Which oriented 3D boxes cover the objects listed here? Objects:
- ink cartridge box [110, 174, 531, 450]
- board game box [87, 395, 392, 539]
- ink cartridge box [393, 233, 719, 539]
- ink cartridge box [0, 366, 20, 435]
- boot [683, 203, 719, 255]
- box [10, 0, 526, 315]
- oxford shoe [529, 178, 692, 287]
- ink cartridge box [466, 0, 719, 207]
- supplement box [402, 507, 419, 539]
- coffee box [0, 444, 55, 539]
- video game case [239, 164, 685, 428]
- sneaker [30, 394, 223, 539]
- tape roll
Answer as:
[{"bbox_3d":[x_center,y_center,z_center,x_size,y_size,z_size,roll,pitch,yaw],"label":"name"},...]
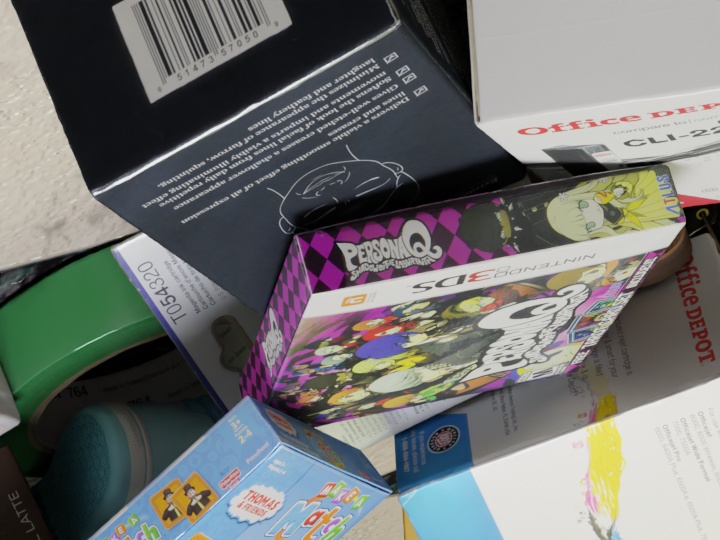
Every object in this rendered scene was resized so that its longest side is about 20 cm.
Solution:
[{"bbox_3d":[0.000,0.000,1.273,0.200,0.043,0.197,-25,128,7],"label":"ink cartridge box"},{"bbox_3d":[-0.091,0.153,1.234,0.200,0.037,0.151,-41,155,7],"label":"board game box"},{"bbox_3d":[0.135,0.102,1.356,0.199,0.147,0.145,-21,118,11],"label":"ink cartridge box"},{"bbox_3d":[-0.290,0.089,1.254,0.200,0.068,0.115,-31,158,14],"label":"ink cartridge box"},{"bbox_3d":[0.183,-0.007,1.521,0.150,0.073,0.200,-4,155,-41],"label":"boot"},{"bbox_3d":[-0.034,-0.080,1.085,0.148,0.107,0.200,-28,157,9],"label":"box"},{"bbox_3d":[0.077,-0.014,1.349,0.199,0.071,0.071,-19,125,5],"label":"oxford shoe"},{"bbox_3d":[0.144,-0.091,1.122,0.144,0.084,0.200,-7,166,19],"label":"ink cartridge box"},{"bbox_3d":[0.139,0.143,1.555,0.199,0.133,0.197,-3,-176,10],"label":"supplement box"},{"bbox_3d":[-0.225,0.173,1.353,0.080,0.115,0.200,-27,179,-23],"label":"coffee box"},{"bbox_3d":[0.043,0.018,1.177,0.181,0.036,0.200,-10,160,-15],"label":"video game case"},{"bbox_3d":[-0.120,0.137,1.396,0.130,0.080,0.200,-8,154,-32],"label":"sneaker"},{"bbox_3d":[-0.120,0.046,1.356,0.200,0.048,0.201,-20,157,-9],"label":"tape roll"}]
